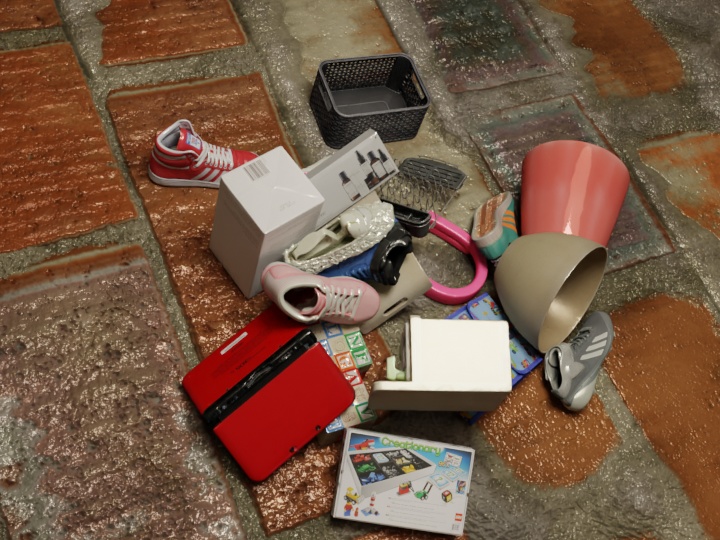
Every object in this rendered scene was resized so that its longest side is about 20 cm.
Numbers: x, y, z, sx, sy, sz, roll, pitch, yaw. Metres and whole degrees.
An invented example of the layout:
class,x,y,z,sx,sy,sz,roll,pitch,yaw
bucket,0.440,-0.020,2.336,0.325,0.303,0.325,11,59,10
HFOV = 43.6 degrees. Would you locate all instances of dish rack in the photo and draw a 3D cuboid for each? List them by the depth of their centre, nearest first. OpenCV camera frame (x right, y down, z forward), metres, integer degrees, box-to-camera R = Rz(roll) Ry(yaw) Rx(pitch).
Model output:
class,x,y,z,sx,sy,sz,roll,pitch,yaw
dish rack,0.094,-0.145,1.605,0.151,0.055,0.201,20,52,26

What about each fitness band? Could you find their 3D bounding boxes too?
class,x,y,z,sx,sy,sz,roll,pitch,yaw
fitness band,0.130,-0.025,1.582,0.198,0.038,0.144,31,56,5

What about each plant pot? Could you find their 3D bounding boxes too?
class,x,y,z,sx,sy,sz,roll,pitch,yaw
plant pot,0.304,0.016,1.512,0.134,0.203,0.199,34,53,29
plant pot,0.374,-0.104,1.621,0.197,0.201,0.180,19,64,-4

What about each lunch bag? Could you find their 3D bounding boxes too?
class,x,y,z,sx,sy,sz,roll,pitch,yaw
lunch bag,0.205,0.133,1.490,0.151,0.094,0.199,48,45,13

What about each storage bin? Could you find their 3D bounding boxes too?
class,x,y,z,sx,sy,sz,roll,pitch,yaw
storage bin,0.017,-0.320,1.696,0.197,0.094,0.137,-11,63,-21

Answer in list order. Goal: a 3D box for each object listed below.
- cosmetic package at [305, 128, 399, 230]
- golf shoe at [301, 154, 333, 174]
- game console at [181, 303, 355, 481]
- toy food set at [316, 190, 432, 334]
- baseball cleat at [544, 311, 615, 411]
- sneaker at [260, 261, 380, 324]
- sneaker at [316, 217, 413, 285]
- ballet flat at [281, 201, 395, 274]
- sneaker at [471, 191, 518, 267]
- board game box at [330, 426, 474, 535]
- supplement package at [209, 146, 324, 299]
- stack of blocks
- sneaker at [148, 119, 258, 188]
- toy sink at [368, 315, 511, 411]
class,x,y,z,sx,sy,sz,roll,pitch,yaw
cosmetic package,-0.039,-0.148,1.527,0.199,0.051,0.083,-36,109,-2
golf shoe,-0.072,-0.157,1.592,0.197,0.077,0.092,-19,21,-9
game console,-0.139,0.175,1.345,0.199,0.120,0.172,-38,37,-11
toy food set,0.014,-0.017,1.508,0.142,0.060,0.202,-33,71,5
baseball cleat,0.371,0.134,1.523,0.106,0.069,0.202,40,52,-22
sneaker,-0.049,0.048,1.349,0.197,0.077,0.105,17,12,-24
sneaker,0.000,-0.001,1.434,0.200,0.077,0.111,-46,60,-6
ballet flat,-0.035,-0.050,1.389,0.198,0.072,0.072,-32,69,1
sneaker,0.247,-0.071,1.620,0.081,0.071,0.201,58,30,-18
board game box,0.063,0.310,1.325,0.196,0.035,0.129,11,85,-10
supplement package,-0.153,-0.072,1.426,0.120,0.201,0.120,-31,71,-30
stack of blocks,-0.042,0.157,1.404,0.113,0.059,0.202,-13,64,-23
sneaker,-0.257,-0.198,1.526,0.196,0.113,0.072,-6,61,-20
toy sink,0.110,0.137,1.322,0.196,0.131,0.114,1,69,-3
